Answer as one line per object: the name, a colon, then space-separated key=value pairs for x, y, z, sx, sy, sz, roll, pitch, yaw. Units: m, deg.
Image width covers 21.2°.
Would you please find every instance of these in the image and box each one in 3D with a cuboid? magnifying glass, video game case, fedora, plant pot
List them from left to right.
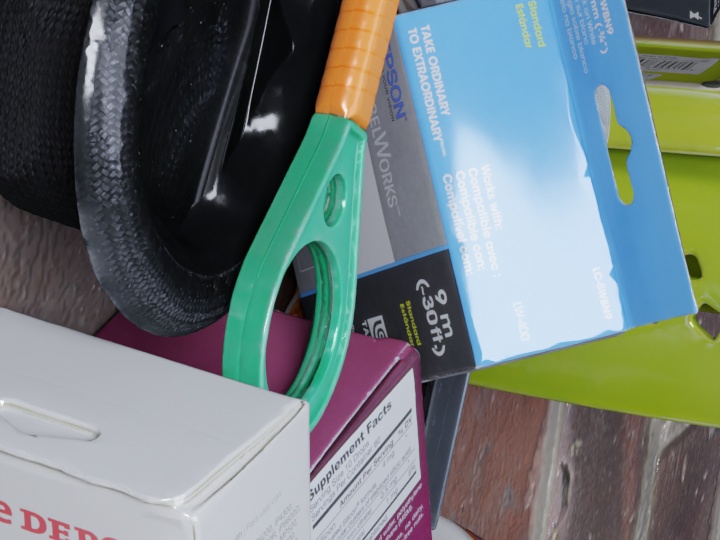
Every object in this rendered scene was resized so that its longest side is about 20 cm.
fedora: x=-0.077 y=-0.081 z=0.687 sx=0.200 sy=0.091 sz=0.203 roll=10 pitch=90 yaw=-67
magnifying glass: x=-0.011 y=-0.035 z=0.713 sx=0.080 sy=0.022 sz=0.202 roll=30 pitch=71 yaw=-67
video game case: x=0.044 y=0.025 z=0.975 sx=0.200 sy=0.019 sz=0.144 roll=-82 pitch=-177 yaw=-73
plant pot: x=0.169 y=-0.036 z=1.118 sx=0.199 sy=0.198 sz=0.183 roll=-30 pitch=122 yaw=-56

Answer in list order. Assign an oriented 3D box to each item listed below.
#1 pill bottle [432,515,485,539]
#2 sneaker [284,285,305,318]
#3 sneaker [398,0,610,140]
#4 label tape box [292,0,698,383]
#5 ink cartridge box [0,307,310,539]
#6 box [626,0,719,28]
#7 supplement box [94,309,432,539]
pill bottle: x=0.051 y=0.204 z=1.090 sx=0.200 sy=0.109 sz=0.111 roll=39 pitch=68 yaw=-63
sneaker: x=0.000 y=0.000 z=0.941 sx=0.092 sy=0.075 sz=0.202 roll=97 pitch=13 yaw=-70
sneaker: x=0.069 y=-0.116 z=0.971 sx=0.073 sy=0.071 sz=0.201 roll=-37 pitch=135 yaw=-6
label tape box: x=0.038 y=-0.032 z=0.787 sx=0.063 sy=0.200 sz=0.146 roll=-12 pitch=86 yaw=-30
ink cartridge box: x=-0.095 y=0.131 z=0.701 sx=0.083 sy=0.144 sz=0.202 roll=-41 pitch=138 yaw=-51
box: x=0.205 y=-0.277 z=1.192 sx=0.201 sy=0.078 sz=0.142 roll=80 pitch=31 yaw=-42
supplement box: x=-0.046 y=0.121 z=0.817 sx=0.103 sy=0.130 sz=0.202 roll=-47 pitch=142 yaw=-42
